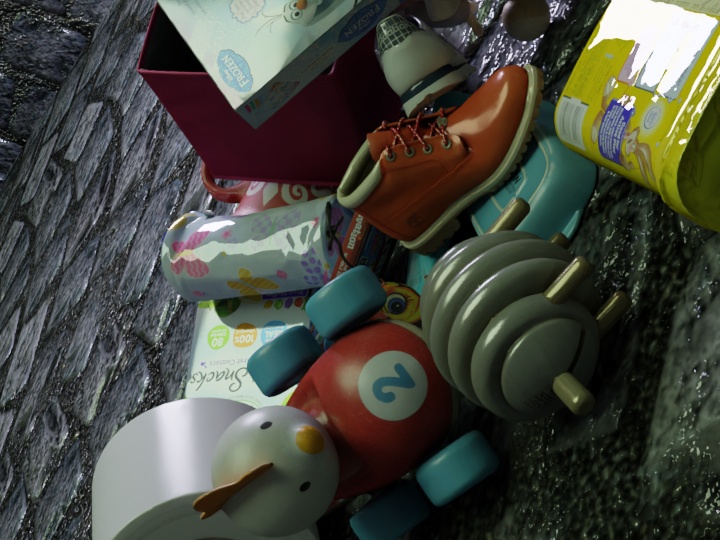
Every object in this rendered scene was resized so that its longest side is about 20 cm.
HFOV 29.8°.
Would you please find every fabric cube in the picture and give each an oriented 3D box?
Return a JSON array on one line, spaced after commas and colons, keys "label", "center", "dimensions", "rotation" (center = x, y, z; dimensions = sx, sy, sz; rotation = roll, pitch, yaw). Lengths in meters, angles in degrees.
[{"label": "fabric cube", "center": [-0.070, -0.217, 1.305], "dimensions": [0.194, 0.200, 0.202], "rotation": [3, 66, 19]}]

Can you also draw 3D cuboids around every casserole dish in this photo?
[{"label": "casserole dish", "center": [0.130, -0.076, 1.129], "dimensions": [0.122, 0.039, 0.200], "rotation": [-57, 25, 21]}]

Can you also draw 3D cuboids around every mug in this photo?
[{"label": "mug", "center": [-0.058, -0.122, 1.422], "dimensions": [0.201, 0.177, 0.133], "rotation": [-66, 17, -14]}]

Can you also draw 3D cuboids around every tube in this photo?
[{"label": "tube", "center": [0.073, -0.064, 1.234], "dimensions": [0.078, 0.050, 0.202], "rotation": [118, 166, -69]}]

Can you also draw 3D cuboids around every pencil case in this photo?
[{"label": "pencil case", "center": [-0.095, -0.021, 1.308], "dimensions": [0.198, 0.083, 0.091], "rotation": [-5, 54, 29]}]

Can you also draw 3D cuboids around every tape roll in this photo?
[{"label": "tape roll", "center": [-0.138, 0.234, 1.198], "dimensions": [0.203, 0.202, 0.139], "rotation": [-57, 25, 19]}]

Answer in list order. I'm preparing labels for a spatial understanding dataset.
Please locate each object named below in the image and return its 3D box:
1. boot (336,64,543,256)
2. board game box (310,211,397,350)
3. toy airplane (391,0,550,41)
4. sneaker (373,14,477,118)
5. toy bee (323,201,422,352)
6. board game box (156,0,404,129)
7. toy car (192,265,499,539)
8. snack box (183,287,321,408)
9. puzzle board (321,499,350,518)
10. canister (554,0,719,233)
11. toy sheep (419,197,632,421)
[{"label": "boot", "center": [0.065, -0.103, 1.115], "dimensions": [0.200, 0.107, 0.075], "rotation": [-49, 28, 30]}, {"label": "board game box", "center": [0.000, 0.000, 1.249], "dimensions": [0.103, 0.019, 0.201], "rotation": [-22, -45, -68]}, {"label": "toy airplane", "center": [0.121, -0.265, 1.204], "dimensions": [0.198, 0.142, 0.200], "rotation": [-28, 16, 6]}, {"label": "sneaker", "center": [0.052, -0.189, 1.204], "dimensions": [0.076, 0.081, 0.200], "rotation": [-36, 4, 6]}, {"label": "toy bee", "center": [0.021, 0.055, 1.134], "dimensions": [0.131, 0.108, 0.202], "rotation": [-88, 0, -63]}, {"label": "board game box", "center": [-0.072, -0.257, 1.172], "dimensions": [0.199, 0.043, 0.200], "rotation": [-39, 60, 5]}, {"label": "toy car", "center": [-0.036, 0.130, 0.995], "dimensions": [0.199, 0.185, 0.177], "rotation": [-25, -14, -48]}, {"label": "snack box", "center": [-0.100, 0.084, 1.345], "dimensions": [0.141, 0.053, 0.202], "rotation": [-7, 65, 29]}, {"label": "puzzle board", "center": [0.018, 0.116, 1.210], "dimensions": [0.200, 0.017, 0.152], "rotation": [-43, 31, 43]}, {"label": "canister", "center": [0.221, -0.120, 0.913], "dimensions": [0.149, 0.086, 0.200], "rotation": [-62, 22, 8]}, {"label": "toy sheep", "center": [0.111, 0.036, 0.950], "dimensions": [0.139, 0.137, 0.200], "rotation": [-59, 29, 14]}]
